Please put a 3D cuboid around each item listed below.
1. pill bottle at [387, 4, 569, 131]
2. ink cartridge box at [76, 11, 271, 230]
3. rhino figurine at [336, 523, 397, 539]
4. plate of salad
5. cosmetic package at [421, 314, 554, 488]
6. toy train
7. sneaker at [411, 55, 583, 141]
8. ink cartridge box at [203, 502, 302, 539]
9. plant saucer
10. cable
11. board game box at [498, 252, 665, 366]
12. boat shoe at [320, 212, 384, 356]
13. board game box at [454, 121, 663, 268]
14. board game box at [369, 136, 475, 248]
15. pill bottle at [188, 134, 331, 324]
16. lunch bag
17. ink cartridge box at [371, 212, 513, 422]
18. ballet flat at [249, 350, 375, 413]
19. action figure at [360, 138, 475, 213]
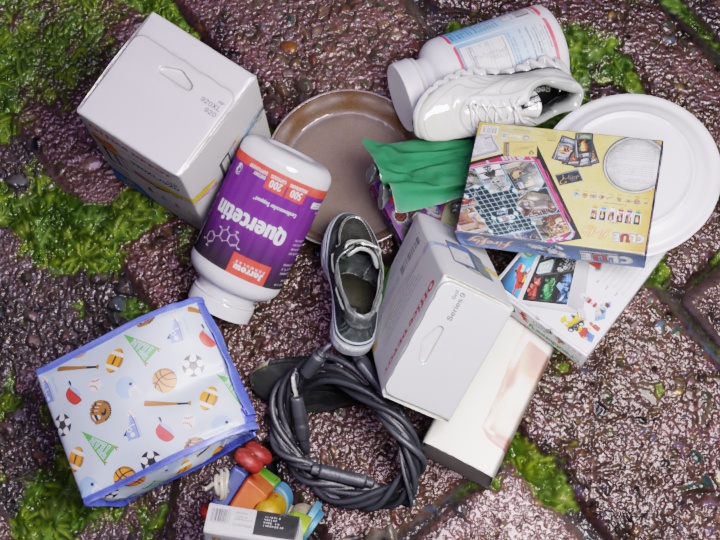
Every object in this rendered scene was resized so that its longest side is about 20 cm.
[{"bbox_3d":[0.138,-0.233,1.495,0.199,0.109,0.109,-19,74,-10],"label":"pill bottle"},{"bbox_3d":[-0.206,-0.163,1.449,0.147,0.200,0.145,32,77,11],"label":"ink cartridge box"},{"bbox_3d":[0.006,0.379,1.356,0.087,0.060,0.202,-13,74,18],"label":"rhino figurine"},{"bbox_3d":[0.290,-0.101,1.380,0.198,0.048,0.202,-4,66,10],"label":"plate of salad"},{"bbox_3d":[0.149,0.128,1.404,0.087,0.103,0.201,26,78,9],"label":"cosmetic package"},{"bbox_3d":[-0.102,0.250,1.328,0.115,0.200,0.085,32,90,4],"label":"toy train"},{"bbox_3d":[0.154,-0.187,1.414,0.198,0.076,0.081,-18,31,-10],"label":"sneaker"},{"bbox_3d":[-0.107,0.302,1.320,0.094,0.201,0.037,7,54,4],"label":"ink cartridge box"},{"bbox_3d":[-0.015,-0.119,1.518,0.198,0.032,0.202,0,74,1],"label":"plant saucer"},{"bbox_3d":[-0.016,0.186,1.385,0.163,0.051,0.200,-40,85,24],"label":"cable"},{"bbox_3d":[0.247,-0.009,1.383,0.126,0.035,0.200,37,67,13],"label":"board game box"},{"bbox_3d":[0.000,0.000,1.396,0.071,0.071,0.201,8,45,-15],"label":"boat shoe"},{"bbox_3d":[0.211,-0.082,1.343,0.198,0.035,0.136,8,68,16],"label":"board game box"},{"bbox_3d":[0.124,-0.087,1.484,0.199,0.032,0.121,-26,79,-13],"label":"board game box"},{"bbox_3d":[-0.120,-0.045,1.439,0.112,0.112,0.201,27,99,9],"label":"pill bottle"},{"bbox_3d":[-0.226,0.145,1.397,0.199,0.124,0.171,-29,76,9],"label":"lunch bag"},{"bbox_3d":[0.078,0.046,1.352,0.087,0.200,0.146,24,107,-12],"label":"ink cartridge box"},{"bbox_3d":[-0.027,0.123,1.446,0.198,0.057,0.067,-2,113,4],"label":"ballet flat"},{"bbox_3d":[0.108,-0.109,1.437,0.198,0.055,0.119,-7,54,-21],"label":"action figure"}]
